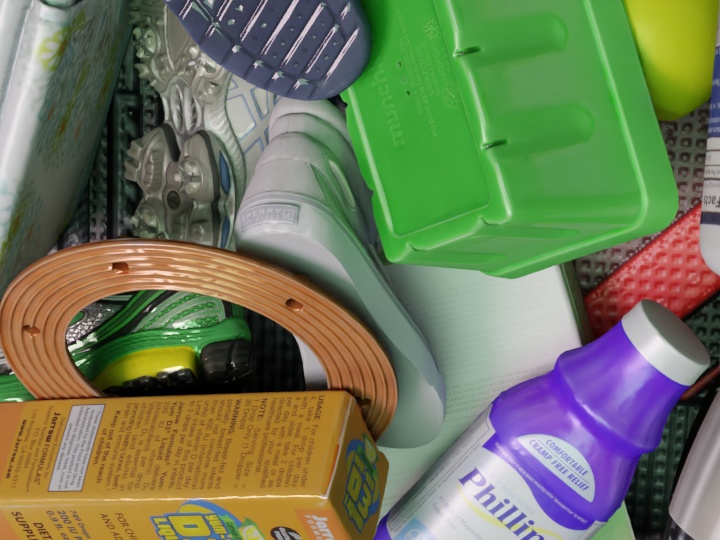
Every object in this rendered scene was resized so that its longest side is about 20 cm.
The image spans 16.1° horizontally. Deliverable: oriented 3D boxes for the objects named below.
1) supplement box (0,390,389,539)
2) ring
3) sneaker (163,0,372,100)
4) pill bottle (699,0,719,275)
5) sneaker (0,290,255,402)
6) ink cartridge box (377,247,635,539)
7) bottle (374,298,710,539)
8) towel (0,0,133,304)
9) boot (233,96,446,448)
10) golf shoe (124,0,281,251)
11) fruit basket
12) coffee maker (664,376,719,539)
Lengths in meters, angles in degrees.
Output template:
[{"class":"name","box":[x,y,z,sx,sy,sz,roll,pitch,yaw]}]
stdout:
[{"class":"supplement box","box":[-0.092,0.105,1.263,0.200,0.069,0.067,-5,140,20]},{"class":"ring","box":[-0.079,0.041,1.244,0.200,0.019,0.201,8,145,5]},{"class":"sneaker","box":[-0.074,-0.158,1.186,0.200,0.082,0.074,38,111,-3]},{"class":"pill bottle","box":[0.214,-0.049,1.167,0.111,0.111,0.200,5,92,8]},{"class":"sneaker","box":[-0.147,0.038,1.361,0.200,0.078,0.085,-13,70,20]},{"class":"ink cartridge box","box":[0.056,0.070,1.339,0.145,0.048,0.200,-13,108,14]},{"class":"bottle","box":[0.092,0.099,1.283,0.084,0.065,0.200,41,110,-5]},{"class":"towel","box":[-0.165,-0.073,1.261,0.048,0.171,0.200,20,112,4]},{"class":"boot","box":[0.000,0.000,1.262,0.073,0.096,0.200,-2,143,20]},{"class":"golf shoe","box":[-0.062,-0.102,1.287,0.078,0.097,0.200,27,118,40]},{"class":"fruit basket","box":[0.096,-0.107,1.233,0.155,0.216,0.216,-20,107,48]},{"class":"coffee maker","box":[0.225,0.158,1.278,0.192,0.135,0.200,27,101,-2]}]
